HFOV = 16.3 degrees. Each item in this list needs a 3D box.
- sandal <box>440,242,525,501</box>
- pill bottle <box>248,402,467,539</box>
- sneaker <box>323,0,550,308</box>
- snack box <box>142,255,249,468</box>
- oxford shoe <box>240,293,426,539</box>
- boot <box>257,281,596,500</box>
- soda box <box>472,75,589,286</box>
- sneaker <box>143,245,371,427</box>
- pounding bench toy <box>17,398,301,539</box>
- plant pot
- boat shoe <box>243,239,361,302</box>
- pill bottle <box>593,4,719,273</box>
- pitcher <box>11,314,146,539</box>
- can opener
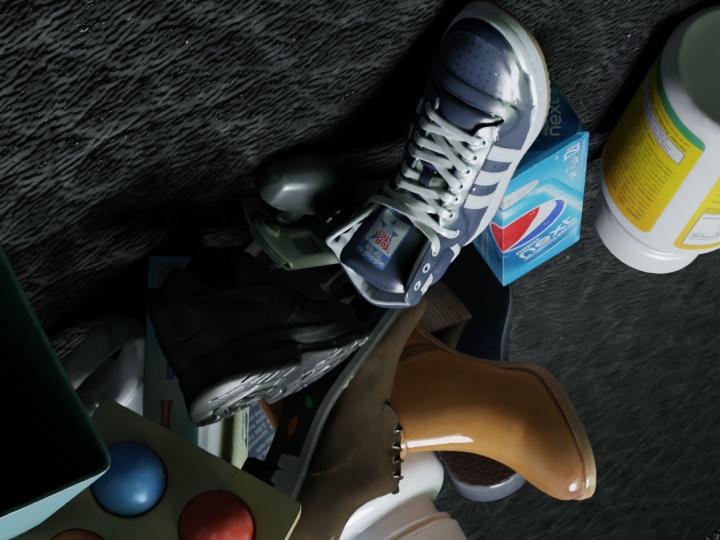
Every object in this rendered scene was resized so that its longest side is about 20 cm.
[{"bbox_3d":[0.071,0.066,1.690,0.076,0.201,0.043,-8,148,6],"label":"sandal"},{"bbox_3d":[-0.015,0.128,1.662,0.119,0.201,0.120,-30,163,-10],"label":"pill bottle"},{"bbox_3d":[0.041,-0.056,1.411,0.108,0.070,0.200,-44,162,-33],"label":"sneaker"},{"bbox_3d":[-0.096,0.074,1.514,0.037,0.117,0.200,-1,163,6],"label":"snack box"},{"bbox_3d":[-0.006,0.093,1.516,0.201,0.084,0.073,-62,-162,-8],"label":"oxford shoe"},{"bbox_3d":[0.038,0.099,1.578,0.154,0.200,0.074,-25,142,-33],"label":"boot"},{"bbox_3d":[0.097,-0.061,1.576,0.064,0.068,0.200,-32,163,-6],"label":"soda box"},{"bbox_3d":[-0.057,0.026,1.409,0.076,0.091,0.200,-35,172,16],"label":"sneaker"},{"bbox_3d":[-0.134,0.198,1.359,0.201,0.124,0.156,-60,174,-21],"label":"pounding bench toy"},{"bbox_3d":[-0.244,0.096,1.273,0.141,0.142,0.200,-23,168,-31],"label":"plant pot"},{"bbox_3d":[0.000,0.000,1.584,0.200,0.057,0.067,-11,152,-52],"label":"boat shoe"},{"bbox_3d":[0.226,-0.080,1.682,0.112,0.113,0.200,-25,161,-25],"label":"pill bottle"},{"bbox_3d":[-0.199,0.123,1.490,0.200,0.121,0.172,-37,150,-29],"label":"pitcher"},{"bbox_3d":[0.000,-0.034,1.500,0.066,0.053,0.200,-43,161,26],"label":"can opener"}]
